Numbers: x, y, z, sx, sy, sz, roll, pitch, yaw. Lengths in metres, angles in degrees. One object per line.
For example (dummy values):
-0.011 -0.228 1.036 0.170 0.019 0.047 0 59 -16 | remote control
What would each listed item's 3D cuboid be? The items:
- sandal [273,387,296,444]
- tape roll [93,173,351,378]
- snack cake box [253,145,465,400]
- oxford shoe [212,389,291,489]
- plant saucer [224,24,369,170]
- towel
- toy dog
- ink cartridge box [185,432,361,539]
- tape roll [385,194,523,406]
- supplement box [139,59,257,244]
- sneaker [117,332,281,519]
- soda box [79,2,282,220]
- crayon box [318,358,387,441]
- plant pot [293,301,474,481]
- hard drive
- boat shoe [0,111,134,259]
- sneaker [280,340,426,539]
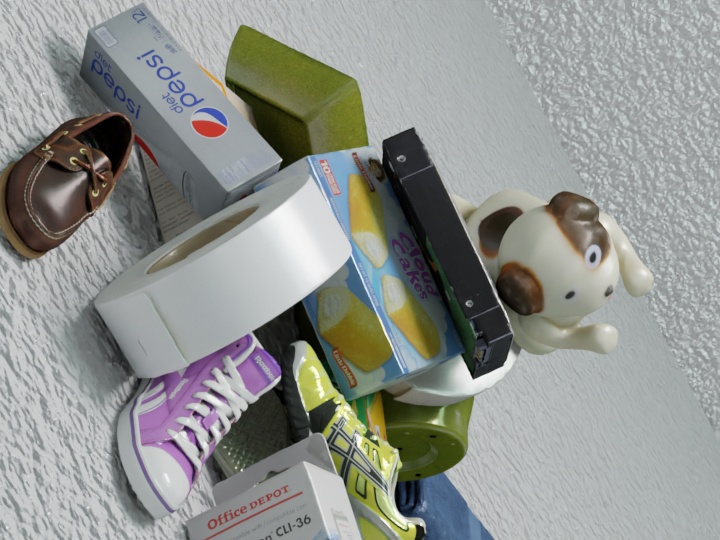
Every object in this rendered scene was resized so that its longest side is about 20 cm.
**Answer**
-0.077 0.121 1.751 0.082 0.054 0.201 22 43 -65 | sandal
-0.109 0.004 1.589 0.071 0.202 0.202 60 17 -11 | tape roll
0.000 0.000 1.714 0.115 0.067 0.201 -16 80 -58 | snack cake box
-0.085 0.166 1.671 0.058 0.075 0.200 106 -35 -52 | oxford shoe
-0.064 -0.117 1.953 0.200 0.048 0.200 32 -39 46 | plant saucer
0.092 0.277 2.030 0.200 0.048 0.112 54 19 -29 | towel
0.166 -0.015 1.756 0.194 0.140 0.200 46 -2 -6 | toy dog
-0.059 0.228 1.544 0.067 0.116 0.201 33 33 -58 | ink cartridge box
0.063 0.024 1.846 0.202 0.037 0.204 12 67 -29 | tape roll
-0.135 -0.081 1.846 0.126 0.073 0.201 37 31 -56 | supplement box
-0.120 0.104 1.556 0.073 0.114 0.201 56 19 -26 | sneaker
-0.157 -0.133 1.740 0.200 0.063 0.068 49 -31 16 | soda box
-0.007 0.187 1.745 0.119 0.058 0.201 66 16 -68 | crayon box
0.033 0.091 1.927 0.200 0.200 0.194 41 38 -51 | plant pot
0.074 -0.013 1.748 0.140 0.038 0.201 86 -19 -75 | hard drive
-0.228 -0.076 1.581 0.071 0.070 0.200 58 19 -20 | boat shoe
-0.009 0.149 1.653 0.075 0.076 0.201 64 4 -84 | sneaker
